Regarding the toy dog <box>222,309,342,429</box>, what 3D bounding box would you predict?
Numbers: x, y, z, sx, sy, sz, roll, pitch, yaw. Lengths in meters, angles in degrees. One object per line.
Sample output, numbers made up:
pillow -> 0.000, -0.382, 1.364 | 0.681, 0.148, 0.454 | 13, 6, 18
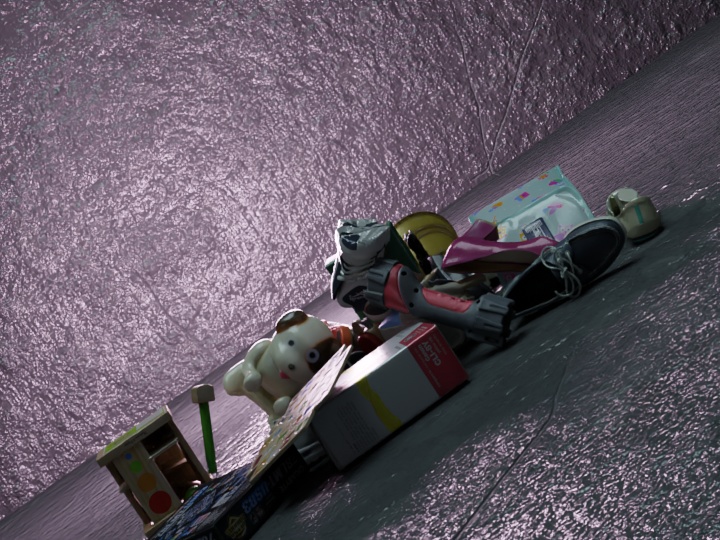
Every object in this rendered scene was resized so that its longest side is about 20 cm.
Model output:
toy dog -> -0.099, 0.144, 1.813 | 0.194, 0.140, 0.200 | -40, -5, -28

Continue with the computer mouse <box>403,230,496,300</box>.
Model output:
computer mouse -> 0.142, 0.029, 1.780 | 0.046, 0.200, 0.141 | -47, -35, -7

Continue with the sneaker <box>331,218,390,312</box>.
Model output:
sneaker -> 0.000, 0.000, 1.646 | 0.078, 0.131, 0.199 | -4, 9, -9

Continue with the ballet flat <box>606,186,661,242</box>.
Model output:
ballet flat -> 0.377, -0.087, 1.638 | 0.069, 0.070, 0.200 | -33, 5, 5

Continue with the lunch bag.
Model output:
lunch bag -> 0.264, -0.049, 1.725 | 0.169, 0.123, 0.200 | -29, 22, 8

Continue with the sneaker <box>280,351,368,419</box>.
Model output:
sneaker -> -0.059, 0.196, 1.737 | 0.200, 0.076, 0.115 | -38, 3, -30

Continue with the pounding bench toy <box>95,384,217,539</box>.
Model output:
pounding bench toy -> -0.268, 0.284, 1.751 | 0.199, 0.157, 0.124 | -35, 4, -11

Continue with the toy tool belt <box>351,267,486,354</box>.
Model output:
toy tool belt -> 0.091, 0.061, 1.686 | 0.199, 0.125, 0.123 | -17, 29, 52

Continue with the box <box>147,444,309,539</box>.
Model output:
box -> -0.188, 0.320, 1.520 | 0.198, 0.050, 0.200 | -31, 6, 35

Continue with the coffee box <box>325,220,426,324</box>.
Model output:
coffee box -> 0.049, 0.037, 1.782 | 0.122, 0.201, 0.044 | -33, 13, 13

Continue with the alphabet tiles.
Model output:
alphabet tiles -> -0.077, 0.179, 1.467 | 0.200, 0.006, 0.167 | -48, 9, 36

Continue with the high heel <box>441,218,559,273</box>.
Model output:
high heel -> 0.210, -0.006, 1.605 | 0.096, 0.199, 0.068 | -50, -33, -25

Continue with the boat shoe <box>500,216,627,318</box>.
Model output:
boat shoe -> 0.259, 0.000, 1.523 | 0.199, 0.075, 0.062 | -33, 3, 32

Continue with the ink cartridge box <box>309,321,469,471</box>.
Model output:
ink cartridge box -> 0.025, 0.156, 1.500 | 0.199, 0.084, 0.145 | -35, 5, -8

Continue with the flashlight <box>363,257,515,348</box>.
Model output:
flashlight -> 0.105, 0.037, 1.538 | 0.198, 0.068, 0.068 | 14, 42, 23

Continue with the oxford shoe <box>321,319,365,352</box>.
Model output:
oxford shoe -> -0.026, 0.119, 1.897 | 0.072, 0.072, 0.200 | 2, 1, -17

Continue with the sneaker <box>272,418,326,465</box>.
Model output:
sneaker -> -0.029, 0.183, 1.598 | 0.199, 0.082, 0.075 | -36, 5, -19

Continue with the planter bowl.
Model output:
planter bowl -> 0.119, 0.009, 1.932 | 0.200, 0.202, 0.083 | -36, 33, -24

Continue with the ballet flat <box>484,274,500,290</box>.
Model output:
ballet flat -> 0.200, 0.008, 1.894 | 0.199, 0.068, 0.067 | -38, 13, -25
